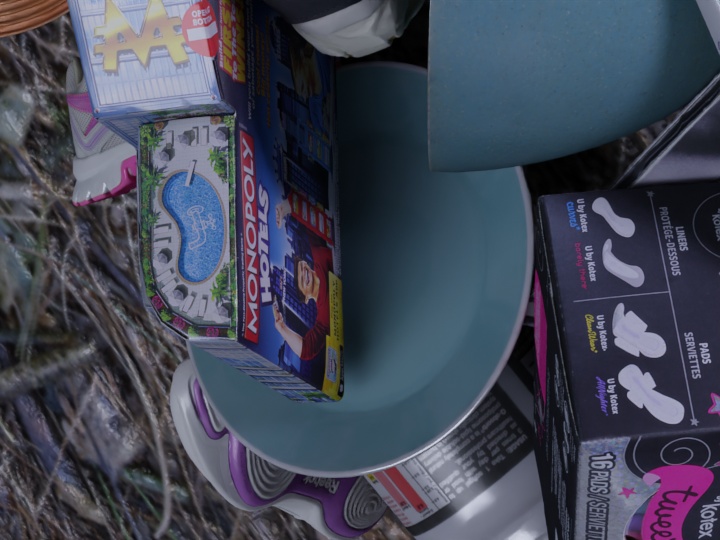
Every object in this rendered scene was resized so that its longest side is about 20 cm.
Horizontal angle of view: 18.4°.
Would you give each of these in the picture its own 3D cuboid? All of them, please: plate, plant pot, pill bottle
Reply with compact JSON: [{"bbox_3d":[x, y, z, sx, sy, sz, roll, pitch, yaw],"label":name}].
[{"bbox_3d":[0.000,0.000,1.056,0.199,0.026,0.201,-8,75,31],"label":"plate"},{"bbox_3d":[0.100,-0.139,0.926,0.134,0.200,0.201,2,124,4],"label":"plant pot"},{"bbox_3d":[0.048,0.072,1.140,0.200,0.116,0.116,51,136,0],"label":"pill bottle"}]

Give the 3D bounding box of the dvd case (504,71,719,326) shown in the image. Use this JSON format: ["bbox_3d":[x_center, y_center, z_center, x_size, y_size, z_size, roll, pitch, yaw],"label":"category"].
[{"bbox_3d":[0.175,-0.021,0.977,0.200,0.148,0.016,-49,39,46],"label":"dvd case"}]

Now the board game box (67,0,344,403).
[{"bbox_3d":[-0.066,-0.055,0.972,0.061,0.200,0.201,-6,75,16],"label":"board game box"}]

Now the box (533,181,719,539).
[{"bbox_3d":[0.140,0.072,0.970,0.114,0.133,0.200,-6,143,0],"label":"box"}]

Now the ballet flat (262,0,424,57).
[{"bbox_3d":[0.001,-0.134,0.990,0.073,0.200,0.073,4,109,11],"label":"ballet flat"}]

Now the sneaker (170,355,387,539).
[{"bbox_3d":[-0.061,0.092,1.220,0.099,0.075,0.200,26,169,34],"label":"sneaker"}]

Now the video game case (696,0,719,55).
[{"bbox_3d":[0.208,-0.094,0.884,0.018,0.143,0.201,3,123,64],"label":"video game case"}]

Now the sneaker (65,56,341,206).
[{"bbox_3d":[-0.095,-0.100,1.160,0.200,0.081,0.089,-19,91,42],"label":"sneaker"}]

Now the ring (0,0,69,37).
[{"bbox_3d":[-0.202,-0.220,1.142,0.199,0.019,0.201,1,102,4],"label":"ring"}]
